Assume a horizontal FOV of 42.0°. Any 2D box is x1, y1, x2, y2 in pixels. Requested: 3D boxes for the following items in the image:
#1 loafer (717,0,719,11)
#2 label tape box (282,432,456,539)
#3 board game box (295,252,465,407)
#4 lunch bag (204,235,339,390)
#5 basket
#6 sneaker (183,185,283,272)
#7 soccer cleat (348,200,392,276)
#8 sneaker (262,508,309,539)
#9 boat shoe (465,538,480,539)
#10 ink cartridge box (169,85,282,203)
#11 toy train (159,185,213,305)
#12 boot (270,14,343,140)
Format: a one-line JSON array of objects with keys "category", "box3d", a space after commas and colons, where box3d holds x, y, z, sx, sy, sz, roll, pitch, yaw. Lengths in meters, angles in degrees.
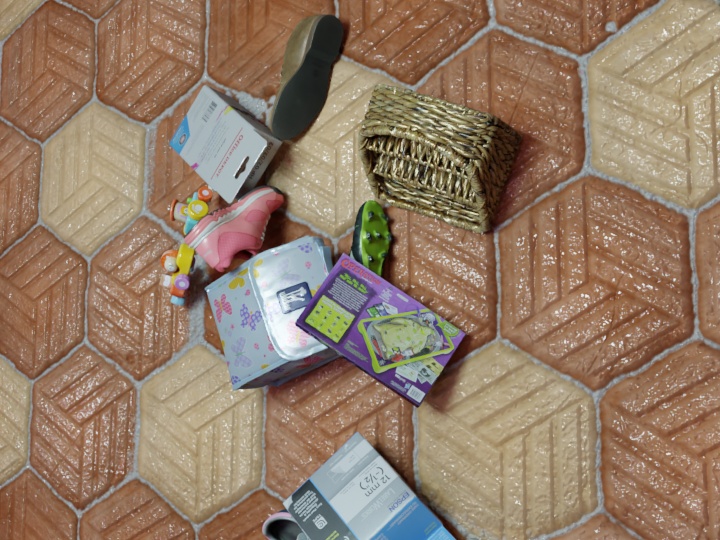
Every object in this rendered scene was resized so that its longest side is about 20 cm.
[{"category": "loafer", "box3d": [0.460, -0.336, 1.110, 0.068, 0.076, 0.201, -21, 73, 32]}, {"category": "label tape box", "box3d": [0.011, 0.332, 1.232, 0.143, 0.066, 0.200, -42, 47, -7]}, {"category": "board game box", "box3d": [0.027, 0.079, 1.260, 0.200, 0.032, 0.120, 34, 78, 5]}, {"category": "lunch bag", "box3d": [-0.111, 0.061, 1.345, 0.200, 0.127, 0.170, -26, 73, 32]}, {"category": "basket", "box3d": [0.090, -0.150, 1.257, 0.200, 0.143, 0.149, 23, 94, 30]}, {"category": "sneaker", "box3d": [-0.173, -0.057, 1.384, 0.087, 0.200, 0.074, 53, 132, 0]}, {"category": "soccer cleat", "box3d": [0.000, 0.000, 1.336, 0.081, 0.067, 0.201, -5, 81, 42]}, {"category": "sneaker", "box3d": [-0.051, 0.394, 1.299, 0.200, 0.082, 0.070, 18, 92, 30]}, {"category": "boat shoe", "box3d": [0.086, 0.419, 1.217, 0.202, 0.065, 0.075, -31, 96, 18]}, {"category": "ink cartridge box", "box3d": [-0.201, -0.188, 1.452, 0.200, 0.068, 0.115, 44, 106, 38]}, {"category": "toy train", "box3d": [-0.275, -0.041, 1.444, 0.055, 0.150, 0.201, 14, 97, -10]}, {"category": "boot", "box3d": [-0.093, -0.296, 1.436, 0.075, 0.074, 0.200, 24, 92, 49]}]
